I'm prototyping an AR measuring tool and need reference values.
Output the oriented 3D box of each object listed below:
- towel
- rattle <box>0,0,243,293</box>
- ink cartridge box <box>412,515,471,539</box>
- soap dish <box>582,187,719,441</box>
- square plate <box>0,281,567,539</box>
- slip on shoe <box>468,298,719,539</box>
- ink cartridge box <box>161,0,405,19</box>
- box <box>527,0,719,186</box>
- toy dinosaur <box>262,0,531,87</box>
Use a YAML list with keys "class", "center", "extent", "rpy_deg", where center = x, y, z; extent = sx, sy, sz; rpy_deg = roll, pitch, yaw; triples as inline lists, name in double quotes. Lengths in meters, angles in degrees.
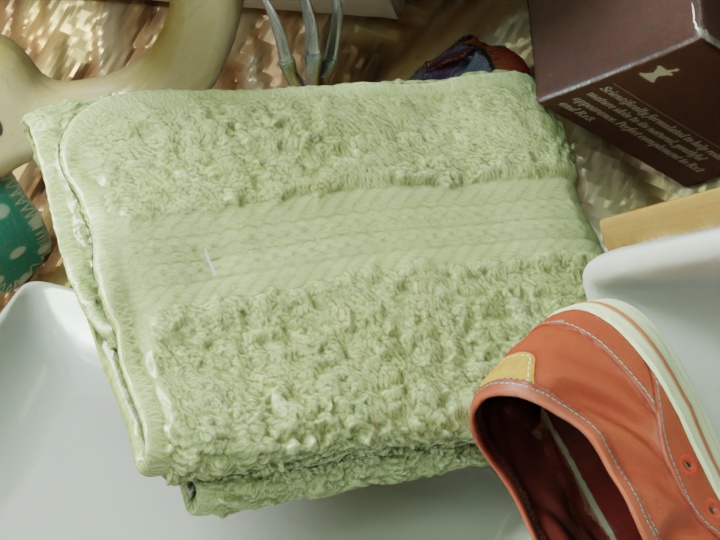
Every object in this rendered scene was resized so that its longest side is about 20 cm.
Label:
- class: "towel"
  center: [0.000, 0.000, 0.826]
  extent: [0.199, 0.037, 0.149]
  rpy_deg: [-5, 59, -32]
- class: "rattle"
  center: [-0.119, -0.050, 0.877]
  extent: [0.200, 0.130, 0.143]
  rpy_deg: [-53, 29, 21]
- class: "ink cartridge box"
  center: [0.000, 0.180, 0.777]
  extent: [0.146, 0.086, 0.200]
  rpy_deg: [43, 44, 23]
- class: "soap dish"
  center: [0.158, 0.039, 0.750]
  extent: [0.081, 0.200, 0.158]
  rpy_deg: [-25, 94, -22]
- class: "square plate"
  center: [-0.043, 0.084, 0.786]
  extent: [0.199, 0.029, 0.198]
  rpy_deg: [15, 33, 8]
- class: "slip on shoe"
  center: [0.094, 0.105, 0.763]
  extent: [0.061, 0.074, 0.200]
  rpy_deg: [-23, 80, -36]
- class: "ink cartridge box"
  center: [-0.054, -0.179, 0.970]
  extent: [0.199, 0.125, 0.129]
  rpy_deg: [7, 70, 13]
- class: "box"
  center: [0.108, -0.142, 0.929]
  extent: [0.075, 0.100, 0.201]
  rpy_deg: [-22, 60, 33]
- class: "toy dinosaur"
  center: [-0.007, -0.003, 0.937]
  extent: [0.181, 0.105, 0.201]
  rpy_deg: [-24, 99, -9]
